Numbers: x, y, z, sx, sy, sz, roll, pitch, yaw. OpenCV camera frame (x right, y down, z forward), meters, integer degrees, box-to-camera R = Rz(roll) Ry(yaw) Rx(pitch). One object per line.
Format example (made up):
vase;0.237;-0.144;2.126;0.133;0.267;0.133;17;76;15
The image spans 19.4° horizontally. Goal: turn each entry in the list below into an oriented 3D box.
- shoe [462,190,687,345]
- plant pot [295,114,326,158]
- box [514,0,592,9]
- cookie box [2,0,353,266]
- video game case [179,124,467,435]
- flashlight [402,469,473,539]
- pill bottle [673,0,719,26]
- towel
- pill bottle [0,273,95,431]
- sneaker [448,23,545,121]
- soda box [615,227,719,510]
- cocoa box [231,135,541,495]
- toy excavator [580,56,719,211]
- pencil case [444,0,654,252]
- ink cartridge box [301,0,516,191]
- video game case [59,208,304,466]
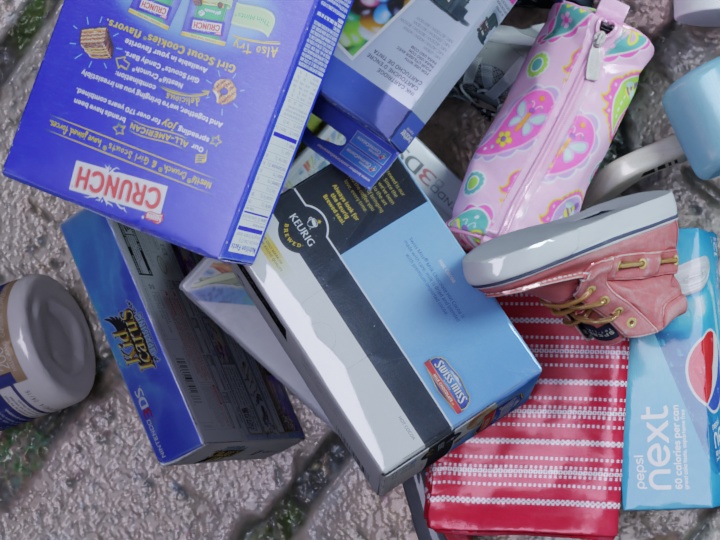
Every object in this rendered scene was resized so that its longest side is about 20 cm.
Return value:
shoe;0.151;0.010;1.418;0.071;0.200;0.091;-4;100;45
plant pot;-0.095;-0.126;1.613;0.200;0.187;0.187;22;95;6
box;0.063;-0.261;1.533;0.182;0.200;0.104;6;88;23
cookie box;-0.118;-0.125;1.376;0.171;0.075;0.200;22;92;18
video game case;0.000;0.000;1.545;0.182;0.022;0.200;43;85;-5
flashlight;0.064;0.159;1.587;0.068;0.068;0.200;-23;82;45
pill bottle;0.263;-0.279;1.502;0.111;0.111;0.200;-2;86;22
towel;0.119;0.092;1.513;0.144;0.022;0.200;3;88;15
pill bottle;-0.326;0.084;1.716;0.200;0.111;0.111;-20;80;19
sneaker;0.103;-0.142;1.577;0.200;0.075;0.082;0;85;21
soda box;0.224;0.071;1.524;0.068;0.064;0.200;-4;86;22
cocoa box;0.015;0.033;1.450;0.131;0.133;0.200;-32;80;-7
toy excavator;0.238;-0.096;1.500;0.200;0.194;0.100;-20;79;-9
pencil case;0.134;-0.095;1.486;0.087;0.087;0.200;26;84;21
ink cartridge box;0.019;-0.166;1.400;0.119;0.042;0.200;37;92;20
video game case;-0.133;0.049;1.604;0.045;0.181;0.200;-28;77;19
